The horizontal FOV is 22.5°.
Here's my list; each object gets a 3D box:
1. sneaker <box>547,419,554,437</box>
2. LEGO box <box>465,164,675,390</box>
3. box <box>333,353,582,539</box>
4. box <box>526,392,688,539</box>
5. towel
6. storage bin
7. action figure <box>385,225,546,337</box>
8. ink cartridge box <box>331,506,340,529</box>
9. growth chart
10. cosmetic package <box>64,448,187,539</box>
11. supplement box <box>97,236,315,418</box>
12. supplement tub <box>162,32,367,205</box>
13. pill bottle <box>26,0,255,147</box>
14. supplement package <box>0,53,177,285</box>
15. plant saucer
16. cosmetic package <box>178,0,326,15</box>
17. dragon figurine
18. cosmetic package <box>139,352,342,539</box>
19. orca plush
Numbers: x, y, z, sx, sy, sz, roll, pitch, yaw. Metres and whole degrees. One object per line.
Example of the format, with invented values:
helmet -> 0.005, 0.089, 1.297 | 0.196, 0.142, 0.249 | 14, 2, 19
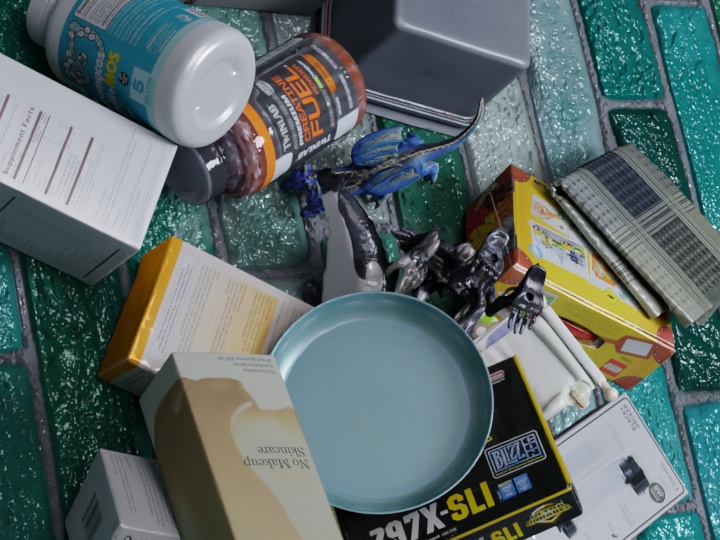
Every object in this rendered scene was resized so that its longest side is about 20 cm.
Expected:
sneaker -> 0.136, 0.168, 1.723 | 0.099, 0.070, 0.200 | 2, 65, -27
LEGO box -> 0.206, 0.007, 1.790 | 0.200, 0.077, 0.149 | 27, 40, -21
box -> 0.074, 0.179, 1.570 | 0.049, 0.200, 0.160 | 62, 6, -46
box -> 0.194, 0.209, 1.652 | 0.200, 0.060, 0.117 | -31, 87, -37
towel -> 0.295, -0.034, 1.830 | 0.200, 0.035, 0.193 | 48, 33, 10
storage bin -> 0.070, -0.238, 1.792 | 0.200, 0.134, 0.146 | 15, 65, -28
action figure -> 0.080, 0.015, 1.632 | 0.119, 0.200, 0.102 | 43, 73, -17
ink cartridge box -> 0.049, 0.259, 1.625 | 0.148, 0.076, 0.200 | -25, 87, -36
growth chart -> 0.117, 0.106, 1.677 | 0.200, 0.018, 0.145 | -30, 66, -1
cosmetic package -> -0.130, 0.225, 1.497 | 0.200, 0.085, 0.108 | 17, 24, -26
supplement box -> -0.114, 0.073, 1.596 | 0.200, 0.074, 0.126 | 28, 62, -20
supplement tub -> -0.093, -0.135, 1.669 | 0.200, 0.107, 0.107 | -37, 93, -36
pill bottle -> -0.198, -0.193, 1.582 | 0.200, 0.111, 0.111 | 28, 49, 28
supplement package -> -0.278, -0.089, 1.533 | 0.200, 0.114, 0.110 | 28, 61, -21
plant saucer -> 0.013, 0.115, 1.553 | 0.200, 0.027, 0.200 | 0, 68, 0
cosmetic package -> -0.113, -0.306, 1.723 | 0.200, 0.107, 0.090 | 3, 70, -29
dragon figurine -> 0.027, -0.101, 1.711 | 0.059, 0.200, 0.099 | 69, 17, 5
cosmetic package -> -0.095, 0.165, 1.443 | 0.105, 0.071, 0.200 | 3, 49, -36
orca plush -> 0.000, 0.000, 1.678 | 0.071, 0.105, 0.200 | -21, 95, -45
